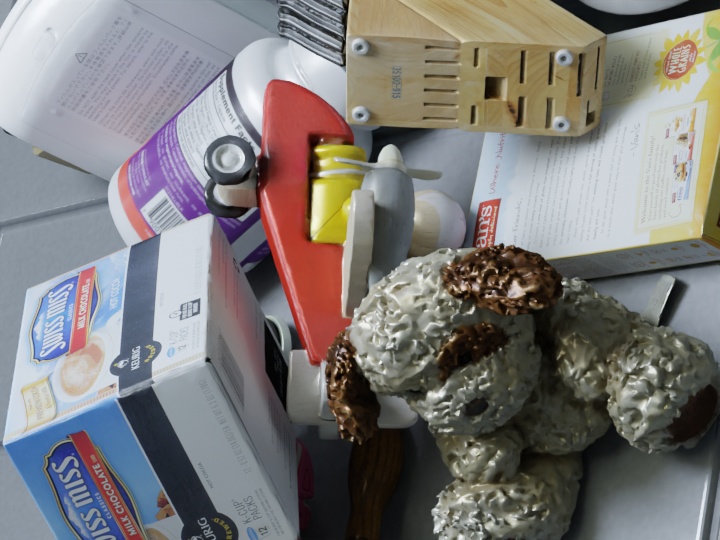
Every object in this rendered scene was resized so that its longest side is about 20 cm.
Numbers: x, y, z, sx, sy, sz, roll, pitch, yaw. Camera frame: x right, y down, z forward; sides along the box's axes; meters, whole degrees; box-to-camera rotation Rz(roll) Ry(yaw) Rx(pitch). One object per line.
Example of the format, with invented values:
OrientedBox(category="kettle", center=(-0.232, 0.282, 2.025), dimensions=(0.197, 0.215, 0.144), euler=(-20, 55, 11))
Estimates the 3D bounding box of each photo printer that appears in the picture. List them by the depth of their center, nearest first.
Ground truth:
OrientedBox(category="photo printer", center=(-0.151, -0.138, 1.846), dimensions=(0.166, 0.200, 0.069), euler=(-52, 38, 17))

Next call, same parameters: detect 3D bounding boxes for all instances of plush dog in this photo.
OrientedBox(category="plush dog", center=(0.075, 0.043, 1.486), dimensions=(0.200, 0.172, 0.161), euler=(-39, 43, 31))

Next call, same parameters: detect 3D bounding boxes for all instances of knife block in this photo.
OrientedBox(category="knife block", center=(0.044, -0.158, 1.604), dimensions=(0.176, 0.200, 0.064), euler=(-83, -5, -51))

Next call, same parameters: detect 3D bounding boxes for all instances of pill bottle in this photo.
OrientedBox(category="pill bottle", center=(-0.063, -0.081, 1.780), dimensions=(0.200, 0.111, 0.112), euler=(-40, 43, 28))

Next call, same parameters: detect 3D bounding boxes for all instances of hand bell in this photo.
OrientedBox(category="hand bell", center=(0.000, 0.161, 1.605), dimensions=(0.104, 0.104, 0.200), euler=(-28, 37, 39))

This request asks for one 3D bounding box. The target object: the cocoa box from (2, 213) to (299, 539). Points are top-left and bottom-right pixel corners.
OrientedBox(category="cocoa box", center=(-0.121, 0.082, 1.607), dimensions=(0.131, 0.134, 0.200), euler=(-22, 25, 8))

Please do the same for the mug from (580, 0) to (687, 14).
OrientedBox(category="mug", center=(0.143, -0.265, 1.574), dimensions=(0.149, 0.153, 0.187), euler=(-22, 49, 22))

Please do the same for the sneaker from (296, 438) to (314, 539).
OrientedBox(category="sneaker", center=(-0.102, 0.181, 1.704), dimensions=(0.087, 0.074, 0.200), euler=(37, 104, 47))

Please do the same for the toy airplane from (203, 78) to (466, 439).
OrientedBox(category="toy airplane", center=(0.000, 0.000, 1.604), dimensions=(0.141, 0.199, 0.200), euler=(-18, 29, -9))

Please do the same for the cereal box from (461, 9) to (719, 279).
OrientedBox(category="cereal box", center=(0.147, -0.068, 1.576), dimensions=(0.200, 0.039, 0.144), euler=(-8, 64, 49))

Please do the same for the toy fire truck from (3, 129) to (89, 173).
OrientedBox(category="toy fire truck", center=(-0.148, -0.173, 1.950), dimensions=(0.200, 0.129, 0.176), euler=(-26, 51, 53))

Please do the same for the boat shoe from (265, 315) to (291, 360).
OrientedBox(category="boat shoe", center=(-0.122, 0.103, 1.785), dimensions=(0.202, 0.060, 0.072), euler=(-50, 39, 19))
